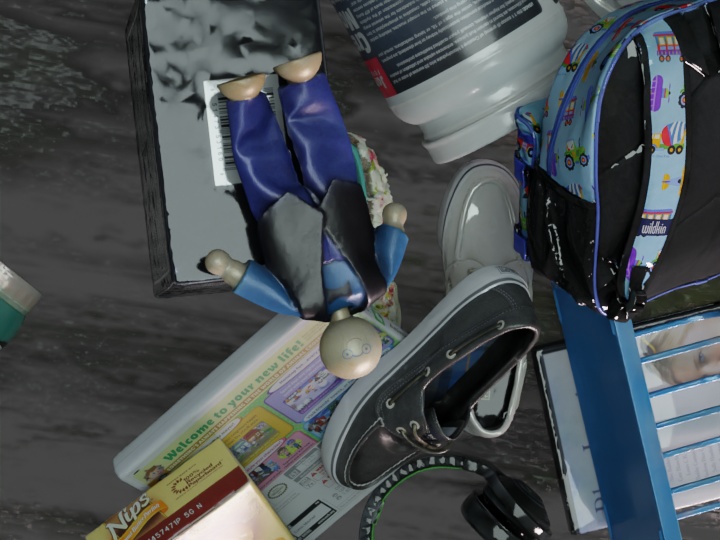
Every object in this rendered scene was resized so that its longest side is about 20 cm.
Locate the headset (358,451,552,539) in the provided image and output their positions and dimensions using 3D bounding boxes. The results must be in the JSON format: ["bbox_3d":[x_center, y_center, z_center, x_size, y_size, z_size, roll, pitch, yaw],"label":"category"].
[{"bbox_3d":[0.098,0.207,1.747,0.199,0.094,0.124,22,95,6],"label":"headset"}]

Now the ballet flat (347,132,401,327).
[{"bbox_3d":[0.000,0.000,1.715,0.064,0.075,0.201,-7,102,-47],"label":"ballet flat"}]

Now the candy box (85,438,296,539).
[{"bbox_3d":[-0.092,0.219,1.664,0.115,0.055,0.200,-36,134,-4],"label":"candy box"}]

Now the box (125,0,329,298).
[{"bbox_3d":[-0.086,-0.089,1.614,0.123,0.198,0.201,-6,88,-9],"label":"box"}]

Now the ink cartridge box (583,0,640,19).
[{"bbox_3d":[0.232,-0.262,1.681,0.147,0.083,0.200,44,62,-10],"label":"ink cartridge box"}]

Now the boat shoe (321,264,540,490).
[{"bbox_3d":[0.051,0.087,1.617,0.070,0.066,0.200,27,115,-41],"label":"boat shoe"}]

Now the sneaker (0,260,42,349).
[{"bbox_3d":[-0.321,-0.011,1.658,0.200,0.071,0.080,37,84,-10],"label":"sneaker"}]

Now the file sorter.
[{"bbox_3d":[0.230,0.092,1.696,0.122,0.139,0.201,-15,95,-11],"label":"file sorter"}]

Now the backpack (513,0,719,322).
[{"bbox_3d":[0.192,-0.091,1.588,0.182,0.134,0.201,-20,122,-27],"label":"backpack"}]

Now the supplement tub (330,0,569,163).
[{"bbox_3d":[0.057,-0.190,1.666,0.140,0.140,0.200,-30,97,-5],"label":"supplement tub"}]

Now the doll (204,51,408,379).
[{"bbox_3d":[-0.034,-0.028,1.494,0.136,0.048,0.201,-20,96,-19],"label":"doll"}]

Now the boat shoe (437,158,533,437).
[{"bbox_3d":[0.091,0.021,1.723,0.072,0.066,0.201,5,93,-9],"label":"boat shoe"}]

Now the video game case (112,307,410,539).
[{"bbox_3d":[-0.042,0.108,1.657,0.200,0.022,0.182,-41,135,14],"label":"video game case"}]

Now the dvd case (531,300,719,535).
[{"bbox_3d":[0.235,0.103,1.774,0.199,0.018,0.143,-13,96,-7],"label":"dvd case"}]
